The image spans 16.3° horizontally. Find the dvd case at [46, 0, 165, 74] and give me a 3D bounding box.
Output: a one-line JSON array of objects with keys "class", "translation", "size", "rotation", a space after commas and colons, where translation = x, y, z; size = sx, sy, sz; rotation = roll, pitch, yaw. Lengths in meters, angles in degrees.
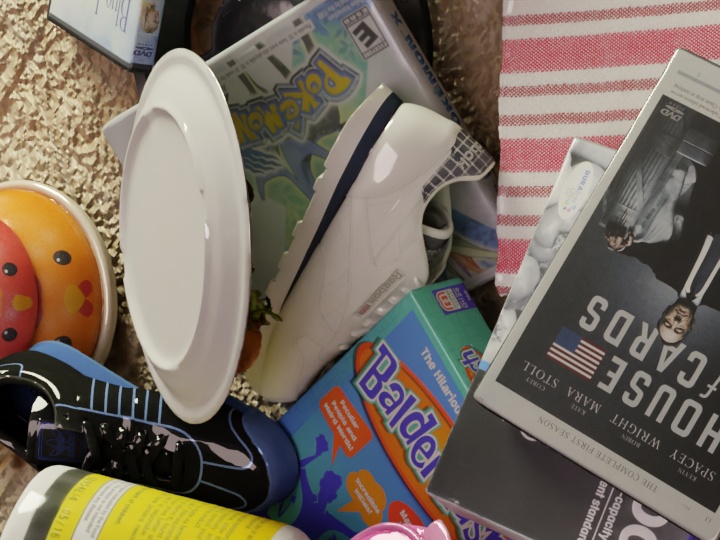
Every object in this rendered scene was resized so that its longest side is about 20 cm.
[{"class": "dvd case", "translation": [-0.137, -0.228, 1.466], "size": [0.143, 0.017, 0.202], "rotation": [33, 116, 57]}]

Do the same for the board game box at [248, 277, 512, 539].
[{"class": "board game box", "translation": [0.022, 0.123, 1.378], "size": [0.200, 0.045, 0.153], "rotation": [-45, 67, 39]}]

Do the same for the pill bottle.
[{"class": "pill bottle", "translation": [-0.089, 0.181, 1.348], "size": [0.198, 0.114, 0.115], "rotation": [13, 100, 14]}]

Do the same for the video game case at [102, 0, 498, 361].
[{"class": "video game case", "translation": [-0.026, -0.046, 1.405], "size": [0.199, 0.022, 0.183], "rotation": [-28, 96, 31]}]

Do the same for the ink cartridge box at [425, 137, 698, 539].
[{"class": "ink cartridge box", "translation": [0.153, 0.058, 1.225], "size": [0.199, 0.043, 0.199], "rotation": [21, 86, 31]}]

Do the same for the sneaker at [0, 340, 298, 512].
[{"class": "sneaker", "translation": [-0.134, 0.097, 1.418], "size": [0.199, 0.078, 0.071], "rotation": [16, 114, 26]}]

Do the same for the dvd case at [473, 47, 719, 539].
[{"class": "dvd case", "translation": [0.162, 0.011, 1.196], "size": [0.150, 0.025, 0.201], "rotation": [30, 89, 32]}]

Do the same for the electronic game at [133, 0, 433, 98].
[{"class": "electronic game", "translation": [-0.048, -0.130, 1.436], "size": [0.199, 0.042, 0.202], "rotation": [6, 102, 30]}]

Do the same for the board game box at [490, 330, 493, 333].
[{"class": "board game box", "translation": [0.126, 0.055, 1.339], "size": [0.199, 0.030, 0.096], "rotation": [-33, 75, 33]}]

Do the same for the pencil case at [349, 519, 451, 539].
[{"class": "pencil case", "translation": [0.070, 0.193, 1.286], "size": [0.094, 0.200, 0.091], "rotation": [-52, 45, 9]}]

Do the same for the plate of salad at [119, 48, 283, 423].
[{"class": "plate of salad", "translation": [-0.086, -0.019, 1.357], "size": [0.200, 0.048, 0.202], "rotation": [177, 90, -67]}]

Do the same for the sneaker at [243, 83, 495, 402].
[{"class": "sneaker", "translation": [0.000, 0.000, 1.359], "size": [0.080, 0.076, 0.201], "rotation": [27, 122, 3]}]

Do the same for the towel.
[{"class": "towel", "translation": [0.141, -0.085, 1.306], "size": [0.145, 0.030, 0.202], "rotation": [-1, 83, 32]}]

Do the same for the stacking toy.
[{"class": "stacking toy", "translation": [-0.253, 0.022, 1.487], "size": [0.145, 0.199, 0.147], "rotation": [2, 94, 33]}]
